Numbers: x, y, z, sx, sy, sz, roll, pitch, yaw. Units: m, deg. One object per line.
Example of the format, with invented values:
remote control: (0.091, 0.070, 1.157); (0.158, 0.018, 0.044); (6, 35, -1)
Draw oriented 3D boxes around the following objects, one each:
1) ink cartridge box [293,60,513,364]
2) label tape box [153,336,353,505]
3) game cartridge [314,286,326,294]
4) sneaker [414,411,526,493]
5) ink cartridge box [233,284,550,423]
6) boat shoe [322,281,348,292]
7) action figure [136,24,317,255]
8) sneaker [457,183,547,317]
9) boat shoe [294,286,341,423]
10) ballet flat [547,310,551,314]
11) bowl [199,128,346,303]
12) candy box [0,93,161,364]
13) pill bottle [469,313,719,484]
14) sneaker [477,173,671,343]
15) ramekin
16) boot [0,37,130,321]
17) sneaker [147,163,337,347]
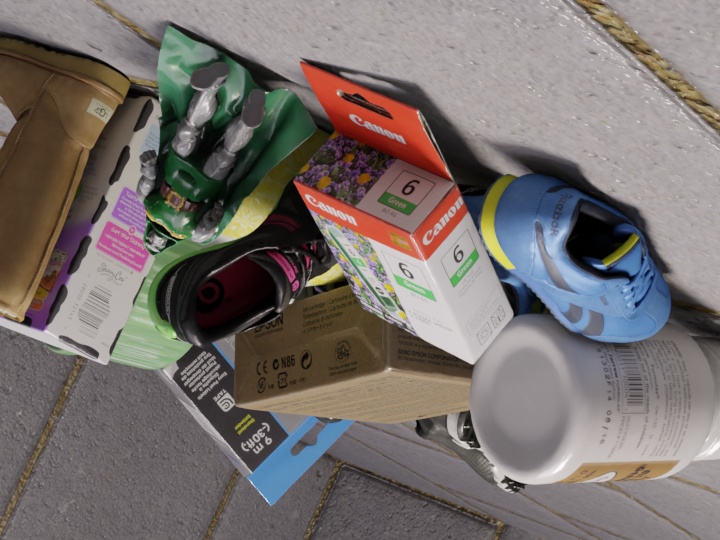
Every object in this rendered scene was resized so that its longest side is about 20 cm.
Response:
ink cartridge box: (0.018, -0.034, 1.256); (0.108, 0.050, 0.201); (26, 156, 39)
label tape box: (-0.077, 0.102, 1.775); (0.200, 0.144, 0.063); (52, 166, -24)
game cartridge: (-0.010, 0.045, 1.776); (0.201, 0.038, 0.130); (53, 172, -24)
sneaker: (0.095, 0.134, 1.715); (0.090, 0.067, 0.200); (21, 167, 30)
ink cartridge box: (0.023, 0.064, 1.510); (0.164, 0.076, 0.199); (8, 164, -38)
boat shoe: (0.001, 0.001, 1.586); (0.072, 0.066, 0.200); (63, 158, -7)
action figure: (-0.113, -0.068, 1.354); (0.118, 0.055, 0.200); (37, 144, 4)
sneaker: (0.091, -0.011, 1.369); (0.082, 0.071, 0.200); (27, 167, 26)
boat shoe: (-0.061, 0.045, 1.675); (0.200, 0.074, 0.066); (51, 153, 21)
ballet flat: (0.128, 0.037, 1.562); (0.070, 0.071, 0.199); (32, 168, -38)
bowl: (-0.065, -0.041, 1.463); (0.199, 0.109, 0.200); (25, 171, 4)
candy box: (-0.228, -0.044, 1.578); (0.071, 0.202, 0.167); (31, 169, -40)
pill bottle: (0.183, 0.090, 1.390); (0.199, 0.116, 0.114); (3, -173, -40)
sneaker: (0.156, 0.001, 1.254); (0.078, 0.067, 0.200); (11, 164, 42)
ramekin: (-0.189, -0.013, 1.688); (0.097, 0.202, 0.199); (20, 174, -29)
boot: (-0.277, -0.075, 1.528); (0.174, 0.202, 0.066); (14, 167, 48)
sneaker: (-0.049, -0.008, 1.340); (0.077, 0.199, 0.084); (57, 172, -28)
